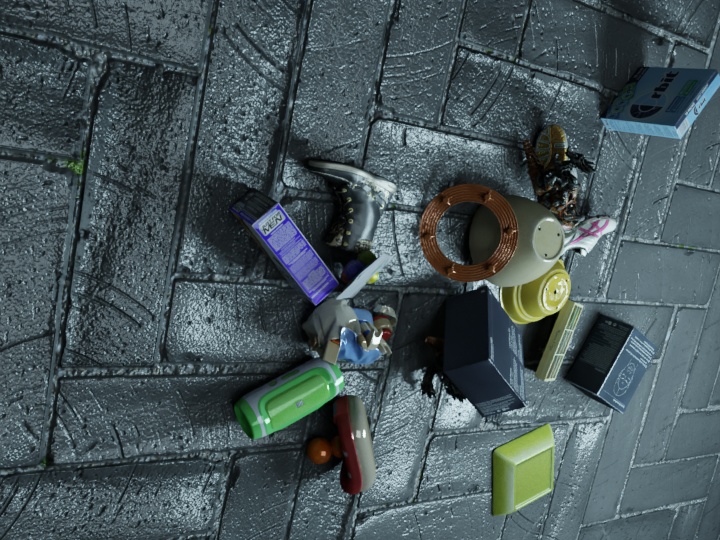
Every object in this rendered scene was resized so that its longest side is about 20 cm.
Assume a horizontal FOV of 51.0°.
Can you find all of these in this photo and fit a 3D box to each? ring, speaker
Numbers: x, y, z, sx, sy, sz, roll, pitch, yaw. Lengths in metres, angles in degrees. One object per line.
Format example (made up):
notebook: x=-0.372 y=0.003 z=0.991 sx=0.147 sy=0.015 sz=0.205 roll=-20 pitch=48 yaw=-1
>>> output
ring: x=0.217 y=-0.074 z=1.518 sx=0.200 sy=0.019 sz=0.201 roll=1 pitch=101 yaw=5
speaker: x=-0.132 y=0.236 z=1.411 sx=0.200 sy=0.088 sz=0.089 roll=-26 pitch=118 yaw=-26

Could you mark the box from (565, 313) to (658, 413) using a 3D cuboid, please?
box: x=0.648 y=0.240 z=1.943 sx=0.148 sy=0.107 sz=0.200 roll=34 pitch=84 yaw=-38

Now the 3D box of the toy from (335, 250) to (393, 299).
toy: x=0.000 y=0.000 z=1.385 sx=0.115 sy=0.047 sz=0.200 roll=-44 pitch=171 yaw=4

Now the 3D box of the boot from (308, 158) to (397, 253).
boot: x=-0.028 y=-0.115 z=1.378 sx=0.200 sy=0.073 sz=0.151 roll=13 pitch=97 yaw=-46

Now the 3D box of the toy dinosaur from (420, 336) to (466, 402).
toy dinosaur: x=0.186 y=0.206 z=1.635 sx=0.200 sy=0.102 sz=0.136 roll=36 pitch=60 yaw=-23

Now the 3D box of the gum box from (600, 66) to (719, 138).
gum box: x=0.673 y=-0.382 z=1.699 sx=0.170 sy=0.200 sz=0.045 roll=-52 pitch=126 yaw=-10

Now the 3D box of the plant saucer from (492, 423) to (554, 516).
plant saucer: x=0.424 y=0.515 z=1.913 sx=0.200 sy=0.048 sz=0.200 roll=-16 pitch=114 yaw=-30

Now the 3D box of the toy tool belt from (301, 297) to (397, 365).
toy tool belt: x=-0.006 y=0.136 z=1.433 sx=0.200 sy=0.123 sz=0.125 roll=11 pitch=132 yaw=-37

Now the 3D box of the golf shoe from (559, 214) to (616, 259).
golf shoe: x=0.517 y=-0.080 z=1.760 sx=0.200 sy=0.073 sz=0.092 roll=-12 pitch=92 yaw=-26

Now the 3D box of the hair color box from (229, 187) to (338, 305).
hair color box: x=-0.131 y=-0.041 z=1.304 sx=0.065 sy=0.109 sz=0.200 roll=-41 pitch=124 yaw=-11

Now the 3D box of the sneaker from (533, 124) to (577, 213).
sneaker: x=0.439 y=-0.231 z=1.678 sx=0.088 sy=0.075 sz=0.201 roll=-36 pitch=123 yaw=-47

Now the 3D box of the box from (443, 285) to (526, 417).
box: x=0.262 y=0.170 z=1.590 sx=0.182 sy=0.104 sz=0.200 roll=51 pitch=32 yaw=-35

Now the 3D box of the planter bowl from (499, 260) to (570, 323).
planter bowl: x=0.421 y=0.040 z=1.734 sx=0.200 sy=0.083 sz=0.201 roll=-12 pitch=112 yaw=-31

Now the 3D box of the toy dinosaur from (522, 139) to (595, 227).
toy dinosaur: x=0.409 y=-0.187 z=1.600 sx=0.200 sy=0.136 sz=0.102 roll=38 pitch=56 yaw=-6

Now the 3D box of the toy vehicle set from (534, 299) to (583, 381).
toy vehicle set: x=0.480 y=0.169 z=1.819 sx=0.124 sy=0.026 sz=0.200 roll=12 pitch=99 yaw=-64

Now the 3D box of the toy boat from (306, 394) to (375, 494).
toy boat: x=-0.042 y=0.354 z=1.507 sx=0.130 sy=0.131 sz=0.200 roll=-10 pitch=114 yaw=1

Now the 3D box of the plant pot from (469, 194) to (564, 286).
plant pot: x=0.348 y=-0.065 z=1.588 sx=0.200 sy=0.134 sz=0.201 roll=0 pitch=90 yaw=-31
